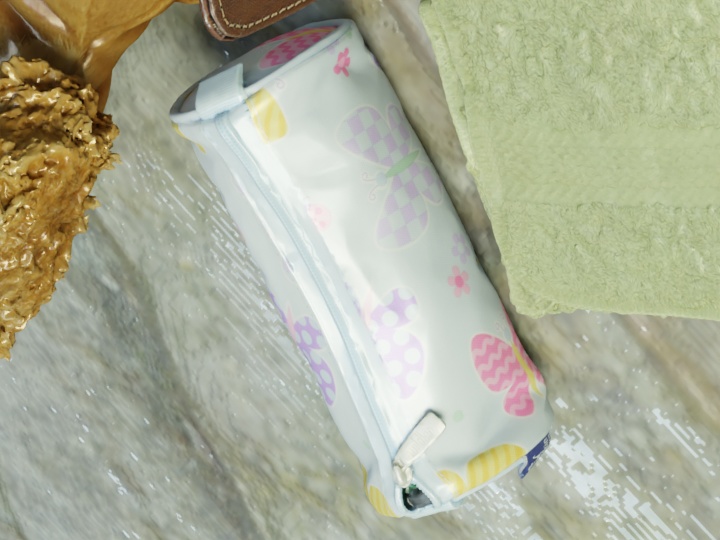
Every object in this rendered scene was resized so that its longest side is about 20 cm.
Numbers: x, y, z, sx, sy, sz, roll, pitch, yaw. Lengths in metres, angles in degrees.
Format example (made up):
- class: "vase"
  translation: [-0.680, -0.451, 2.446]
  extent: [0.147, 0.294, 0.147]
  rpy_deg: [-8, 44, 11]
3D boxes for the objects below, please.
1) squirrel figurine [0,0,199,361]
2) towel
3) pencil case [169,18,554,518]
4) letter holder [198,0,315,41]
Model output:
- class: "squirrel figurine"
  translation: [-0.133, -0.072, 0.944]
  extent: [0.141, 0.201, 0.186]
  rpy_deg: [27, 131, -37]
- class: "towel"
  translation: [0.116, -0.049, 0.853]
  extent: [0.199, 0.036, 0.149]
  rpy_deg: [0, 118, 40]
- class: "pencil case"
  translation: [0.000, 0.000, 0.944]
  extent: [0.083, 0.091, 0.201]
  rpy_deg: [-13, 109, 44]
- class: "letter holder"
  translation: [-0.033, -0.174, 0.767]
  extent: [0.100, 0.200, 0.143]
  rpy_deg: [12, 126, 34]
